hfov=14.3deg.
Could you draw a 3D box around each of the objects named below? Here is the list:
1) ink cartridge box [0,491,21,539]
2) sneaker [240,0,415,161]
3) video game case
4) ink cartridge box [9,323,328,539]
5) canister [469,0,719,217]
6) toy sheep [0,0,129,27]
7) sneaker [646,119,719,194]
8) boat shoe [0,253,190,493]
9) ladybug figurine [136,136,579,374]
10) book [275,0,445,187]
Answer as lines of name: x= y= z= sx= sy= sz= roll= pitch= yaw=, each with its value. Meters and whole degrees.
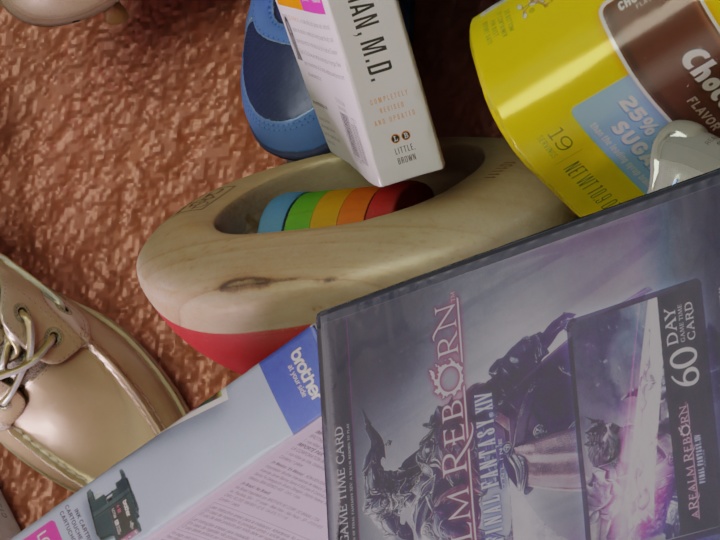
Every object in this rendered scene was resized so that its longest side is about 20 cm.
ink cartridge box: x=-0.232 y=0.159 z=1.242 sx=0.200 sy=0.043 sz=0.198 roll=-39 pitch=63 yaw=14
sneaker: x=-0.012 y=-0.145 z=1.187 sx=0.074 sy=0.082 sz=0.201 roll=13 pitch=84 yaw=28
video game case: x=0.067 y=0.055 z=0.917 sx=0.200 sy=0.019 sz=0.143 roll=-20 pitch=64 yaw=36
ink cartridge box: x=-0.036 y=0.084 z=1.072 sx=0.200 sy=0.119 sz=0.042 roll=-34 pitch=62 yaw=16
canister: x=0.158 y=-0.090 z=1.043 sx=0.200 sy=0.148 sz=0.087 roll=-31 pitch=49 yaw=20
toy sheep: x=-0.094 y=-0.191 z=1.219 sx=0.138 sy=0.138 sz=0.200 roll=23 pitch=81 yaw=31
sneaker: x=0.090 y=0.034 z=1.029 sx=0.087 sy=0.075 sz=0.200 roll=39 pitch=108 yaw=20
boat shoe: x=-0.152 y=0.030 z=1.191 sx=0.200 sy=0.065 sz=0.072 roll=43 pitch=99 yaw=6
ladybug figurine: x=0.000 y=0.000 z=1.125 sx=0.200 sy=0.136 sz=0.072 roll=-3 pitch=113 yaw=38
book: x=-0.019 y=-0.136 z=1.078 sx=0.048 sy=0.134 sz=0.201 roll=-17 pitch=100 yaw=-5
